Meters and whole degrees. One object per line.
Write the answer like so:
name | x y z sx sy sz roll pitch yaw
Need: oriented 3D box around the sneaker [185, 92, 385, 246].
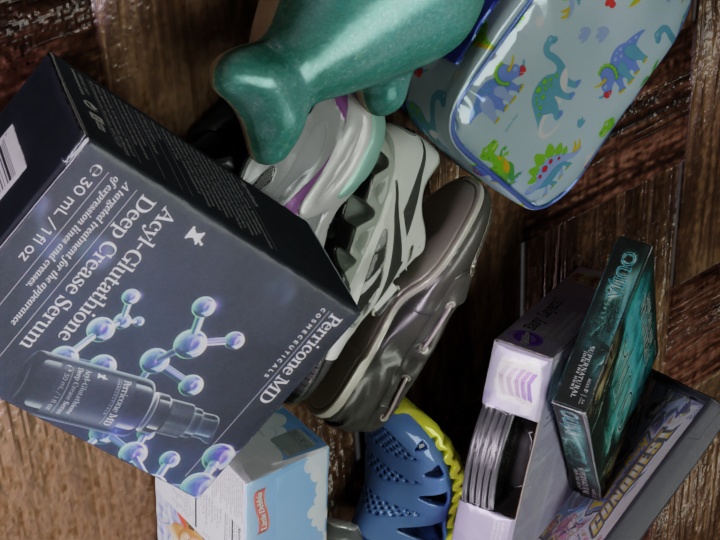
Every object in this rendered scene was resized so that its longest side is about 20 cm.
sneaker | -0.077 -0.034 1.069 0.139 0.078 0.201 13 98 -45

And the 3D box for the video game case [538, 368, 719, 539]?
video game case | 0.199 0.172 1.406 0.025 0.181 0.200 36 89 -10

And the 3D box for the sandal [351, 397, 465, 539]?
sandal | 0.030 0.172 1.307 0.087 0.079 0.201 -30 133 -19

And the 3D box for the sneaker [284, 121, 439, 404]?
sneaker | 0.000 0.000 1.158 0.088 0.074 0.201 8 112 -44

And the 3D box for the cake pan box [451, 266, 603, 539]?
cake pan box | 0.135 0.111 1.317 0.200 0.052 0.185 -35 138 -59

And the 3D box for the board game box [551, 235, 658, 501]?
board game box | 0.185 0.078 1.304 0.200 0.028 0.136 66 45 -63

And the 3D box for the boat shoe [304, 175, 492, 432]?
boat shoe | 0.035 0.026 1.212 0.057 0.067 0.200 26 104 -36

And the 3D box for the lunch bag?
lunch bag | 0.121 -0.154 1.160 0.200 0.082 0.161 -55 140 2

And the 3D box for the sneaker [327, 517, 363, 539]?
sneaker | -0.044 0.274 1.287 0.078 0.077 0.201 16 106 -16

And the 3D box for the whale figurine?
whale figurine | 0.000 -0.148 1.006 0.200 0.103 0.160 -51 135 -28

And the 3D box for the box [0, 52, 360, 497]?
box | -0.128 0.007 0.963 0.200 0.107 0.149 32 105 -35

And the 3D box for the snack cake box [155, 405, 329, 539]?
snack cake box | -0.080 0.177 1.172 0.067 0.115 0.201 -22 130 -32
